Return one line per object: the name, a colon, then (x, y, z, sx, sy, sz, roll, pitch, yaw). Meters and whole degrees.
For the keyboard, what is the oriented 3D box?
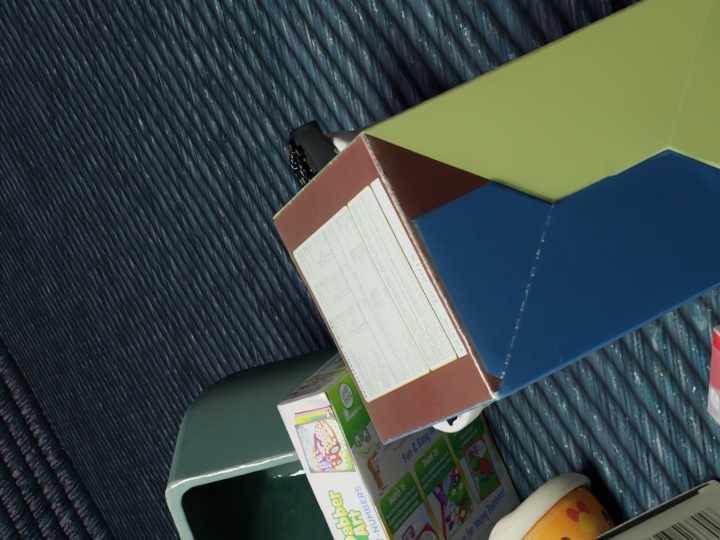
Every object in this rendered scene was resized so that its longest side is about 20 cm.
keyboard: (0.000, 0.000, 1.328, 0.201, 0.039, 0.104, 57, 162, 18)

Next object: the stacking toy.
stacking toy: (0.165, 0.240, 1.427, 0.200, 0.146, 0.146, 37, 154, 18)

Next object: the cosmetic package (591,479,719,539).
cosmetic package: (0.205, 0.237, 1.284, 0.087, 0.103, 0.201, 38, 147, 59)

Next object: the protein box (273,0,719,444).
protein box: (0.089, -0.025, 1.088, 0.136, 0.198, 0.200, 63, 163, 3)

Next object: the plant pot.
plant pot: (-0.034, 0.163, 1.739, 0.200, 0.195, 0.197, -99, -7, -59)

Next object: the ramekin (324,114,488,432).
ramekin: (0.054, -0.010, 1.386, 0.201, 0.097, 0.201, 54, 161, 29)

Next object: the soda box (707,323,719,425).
soda box: (0.244, 0.095, 1.019, 0.200, 0.070, 0.064, 51, 157, 38)

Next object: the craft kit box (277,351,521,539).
craft kit box: (0.036, 0.141, 1.532, 0.048, 0.200, 0.199, -15, 101, 27)
